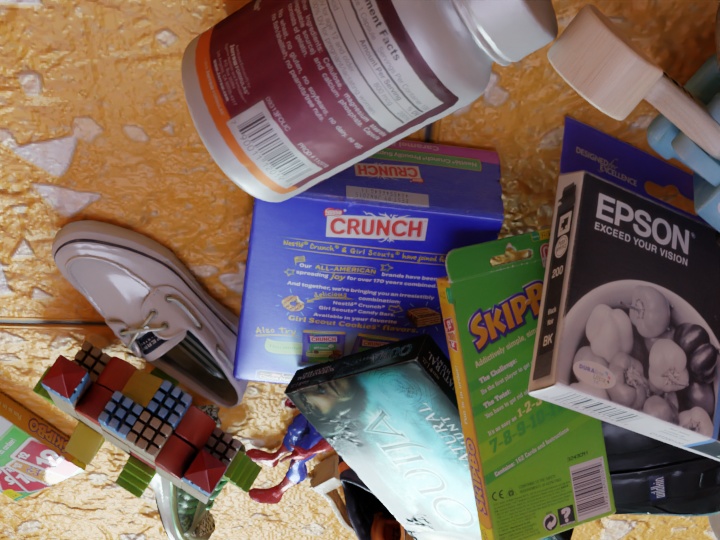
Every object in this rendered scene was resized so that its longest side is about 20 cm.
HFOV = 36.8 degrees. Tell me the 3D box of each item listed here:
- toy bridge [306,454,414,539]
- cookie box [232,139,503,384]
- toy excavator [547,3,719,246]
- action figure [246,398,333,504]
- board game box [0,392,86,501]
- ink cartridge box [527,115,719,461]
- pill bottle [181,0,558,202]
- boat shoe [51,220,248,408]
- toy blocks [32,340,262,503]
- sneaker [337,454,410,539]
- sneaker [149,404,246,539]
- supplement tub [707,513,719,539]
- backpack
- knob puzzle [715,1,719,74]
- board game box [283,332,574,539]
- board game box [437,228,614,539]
[{"bbox_3d":[0.017,0.244,1.082,0.067,0.027,0.199,-34,127,32],"label":"toy bridge"},{"bbox_3d":[0.000,0.000,0.792,0.169,0.076,0.201,7,136,-7],"label":"cookie box"},{"bbox_3d":[0.206,-0.089,0.654,0.199,0.195,0.100,38,116,1],"label":"toy excavator"},{"bbox_3d":[-0.041,0.138,0.944,0.051,0.066,0.200,21,134,-28],"label":"action figure"},{"bbox_3d":[-0.349,0.141,0.975,0.095,0.030,0.200,-25,129,23],"label":"board game box"},{"bbox_3d":[0.211,0.012,0.719,0.197,0.202,0.043,20,157,-21],"label":"ink cartridge box"},{"bbox_3d":[0.005,-0.131,0.627,0.199,0.115,0.114,-25,131,24],"label":"pill bottle"},{"bbox_3d":[-0.153,0.037,0.836,0.073,0.067,0.199,-34,127,30],"label":"boat shoe"},{"bbox_3d":[-0.169,0.118,0.853,0.199,0.100,0.137,33,161,0],"label":"toy blocks"},{"bbox_3d":[0.040,0.216,0.991,0.077,0.113,0.200,-30,129,28],"label":"sneaker"},{"bbox_3d":[-0.146,0.190,0.998,0.088,0.077,0.201,-10,138,-2],"label":"sneaker"},{"bbox_3d":[0.429,0.221,0.976,0.199,0.146,0.145,21,133,-21],"label":"supplement tub"},{"bbox_3d":[0.178,0.105,0.845,0.198,0.154,0.177,-12,130,4],"label":"backpack"},{"bbox_3d":[0.277,-0.110,0.607,0.218,0.222,0.030,18,153,-18],"label":"knob puzzle"},{"bbox_3d":[0.051,0.138,0.801,0.135,0.028,0.200,-19,119,41],"label":"board game box"},{"bbox_3d":[0.111,0.077,0.726,0.095,0.030,0.202,-12,98,-20],"label":"board game box"}]
